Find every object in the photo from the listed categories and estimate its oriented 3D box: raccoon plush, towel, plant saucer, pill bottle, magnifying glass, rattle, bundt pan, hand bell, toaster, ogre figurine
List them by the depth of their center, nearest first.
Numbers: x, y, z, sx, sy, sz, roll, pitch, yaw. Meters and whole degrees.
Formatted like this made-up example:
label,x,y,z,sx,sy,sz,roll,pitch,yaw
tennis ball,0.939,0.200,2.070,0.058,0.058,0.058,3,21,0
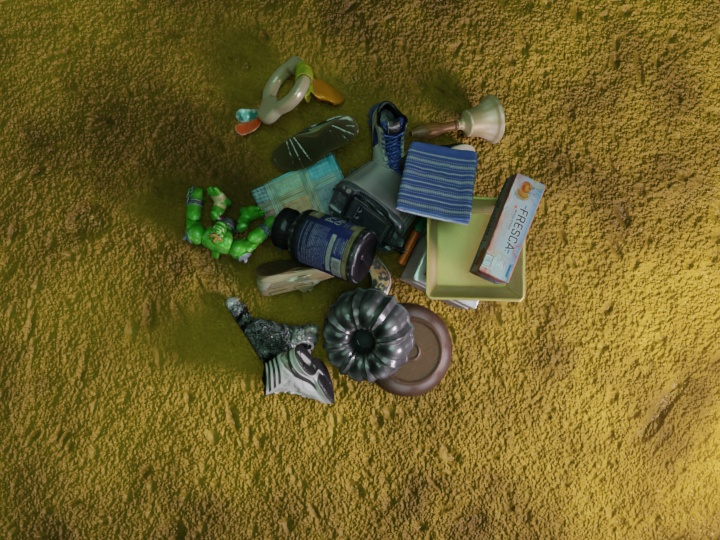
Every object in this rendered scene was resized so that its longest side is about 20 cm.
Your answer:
label,x,y,z,sx,sy,sz,roll,pitch,yaw
towel,0.152,-0.175,1.298,0.143,0.024,0.201,12,49,3
plant saucer,0.221,-0.041,1.314,0.197,0.048,0.203,2,86,-7
pill bottle,-0.076,-0.057,1.353,0.198,0.112,0.113,21,85,20
bundt pan,0.008,0.141,1.376,0.199,0.076,0.205,4,106,15
toaster,0.043,-0.133,1.384,0.199,0.114,0.129,36,49,5
ogre figurine,-0.277,-0.090,1.388,0.199,0.098,0.121,27,68,-19
raccoon plush,-0.174,0.109,1.394,0.133,0.097,0.201,-33,91,-14
hand bell,0.194,-0.305,1.421,0.198,0.104,0.105,-13,89,-18
rattle,-0.157,-0.344,1.439,0.130,0.143,0.201,44,101,29
towel,-0.117,-0.149,1.440,0.198,0.022,0.148,-26,90,-6
magnifying glass,0.132,-0.104,1.447,0.022,0.080,0.202,27,95,-8
plant saucer,0.105,0.172,1.447,0.198,0.037,0.203,0,88,-7

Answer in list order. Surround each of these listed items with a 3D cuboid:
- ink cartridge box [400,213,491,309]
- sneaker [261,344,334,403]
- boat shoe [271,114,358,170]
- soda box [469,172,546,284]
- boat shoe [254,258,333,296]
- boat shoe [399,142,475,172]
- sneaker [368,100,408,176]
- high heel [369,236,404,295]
label,x,y,z,sx,sy,sz,roll,pitch,yaw
ink cartridge box,0.196,-0.039,1.408,0.146,0.145,0.202,26,85,-6
sneaker,-0.133,0.225,1.371,0.114,0.201,0.076,-20,49,12
boat shoe,-0.093,-0.272,1.427,0.199,0.066,0.072,-24,106,13
soda box,0.276,-0.077,1.264,0.063,0.068,0.202,24,85,-6
boat shoe,-0.121,0.009,1.418,0.197,0.072,0.065,-8,124,-8
boat shoe,0.167,-0.237,1.426,0.200,0.063,0.074,-22,135,-38
sneaker,0.060,-0.268,1.417,0.080,0.115,0.202,-11,90,-5
high heel,0.000,0.000,1.428,0.141,0.071,0.202,17,82,-1
